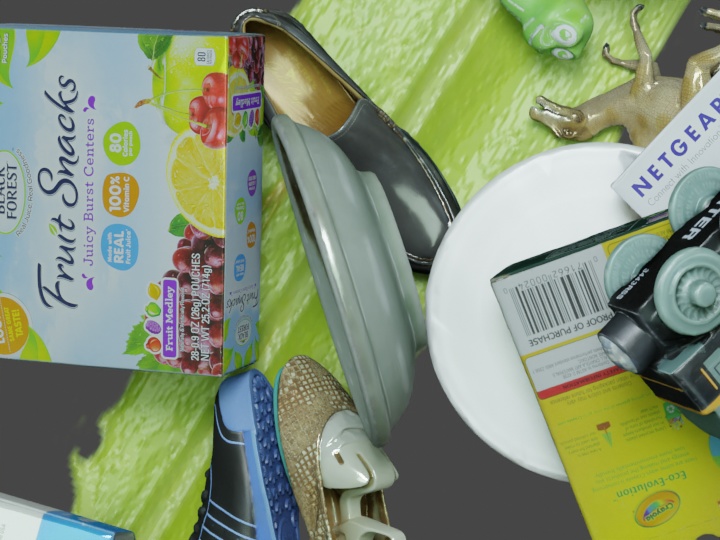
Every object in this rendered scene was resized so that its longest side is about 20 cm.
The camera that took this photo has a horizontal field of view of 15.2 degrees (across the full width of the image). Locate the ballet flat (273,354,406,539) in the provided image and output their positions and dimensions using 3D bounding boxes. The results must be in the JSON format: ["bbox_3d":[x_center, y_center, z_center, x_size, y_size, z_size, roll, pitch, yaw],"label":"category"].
[{"bbox_3d":[-0.001,0.146,1.612,0.065,0.070,0.201,-11,93,43],"label":"ballet flat"}]

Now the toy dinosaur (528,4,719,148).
[{"bbox_3d":[0.203,-0.102,1.611,0.199,0.058,0.102,10,86,31],"label":"toy dinosaur"}]

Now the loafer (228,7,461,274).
[{"bbox_3d":[-0.013,-0.077,1.627,0.073,0.072,0.200,-45,85,0],"label":"loafer"}]

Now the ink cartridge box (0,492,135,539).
[{"bbox_3d":[-0.254,0.199,1.624,0.199,0.084,0.147,16,88,6],"label":"ink cartridge box"}]

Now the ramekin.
[{"bbox_3d":[0.142,0.027,1.597,0.202,0.094,0.203,0,87,5],"label":"ramekin"}]

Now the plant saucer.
[{"bbox_3d":[0.000,0.000,1.553,0.050,0.200,0.201,-18,85,-3],"label":"plant saucer"}]

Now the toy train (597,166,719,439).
[{"bbox_3d":[0.215,-0.004,1.418,0.200,0.085,0.114,-44,111,-12],"label":"toy train"}]

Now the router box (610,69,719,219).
[{"bbox_3d":[0.270,-0.057,1.491,0.179,0.049,0.200,44,111,5],"label":"router box"}]

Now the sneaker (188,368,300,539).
[{"bbox_3d":[-0.077,0.163,1.620,0.078,0.070,0.201,-11,80,17],"label":"sneaker"}]

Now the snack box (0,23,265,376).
[{"bbox_3d":[-0.146,-0.044,1.605,0.168,0.068,0.201,5,97,19],"label":"snack box"}]

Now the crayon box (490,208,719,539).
[{"bbox_3d":[0.168,0.074,1.499,0.127,0.051,0.201,-19,95,21],"label":"crayon box"}]

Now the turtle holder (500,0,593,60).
[{"bbox_3d":[0.148,-0.227,1.585,0.132,0.141,0.186,34,75,6],"label":"turtle holder"}]
